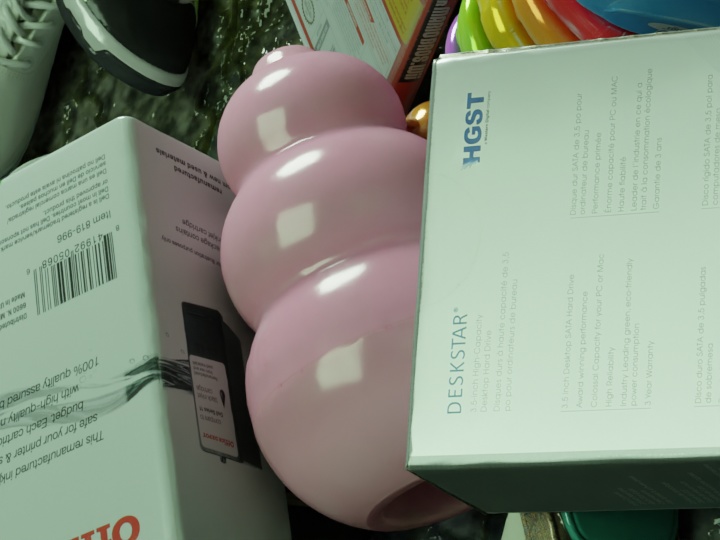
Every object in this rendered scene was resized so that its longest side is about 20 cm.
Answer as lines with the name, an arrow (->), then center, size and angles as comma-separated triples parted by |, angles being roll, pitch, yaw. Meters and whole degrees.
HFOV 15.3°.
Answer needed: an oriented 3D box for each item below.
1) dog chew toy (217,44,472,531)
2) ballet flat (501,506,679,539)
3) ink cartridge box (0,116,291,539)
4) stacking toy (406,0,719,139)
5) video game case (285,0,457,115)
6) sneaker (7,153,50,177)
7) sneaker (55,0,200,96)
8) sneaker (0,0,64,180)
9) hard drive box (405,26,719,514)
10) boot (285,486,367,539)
dog chew toy -> 0.000, 0.000, 1.067 | 0.125, 0.124, 0.200 | -37, 64, 35
ballet flat -> 0.084, 0.119, 0.995 | 0.067, 0.068, 0.200 | -35, 51, 45
ink cartridge box -> -0.113, 0.061, 1.097 | 0.147, 0.083, 0.200 | -24, 59, 29
stacking toy -> 0.073, -0.091, 1.064 | 0.200, 0.116, 0.110 | -41, 46, 47
video game case -> 0.008, -0.159, 1.139 | 0.200, 0.017, 0.143 | 114, 142, -50
sneaker -> -0.123, -0.030, 1.249 | 0.200, 0.099, 0.078 | 8, 83, 49
sneaker -> -0.102, -0.184, 1.300 | 0.083, 0.072, 0.200 | -30, 56, 37
sneaker -> -0.177, -0.139, 1.364 | 0.071, 0.073, 0.200 | -7, 70, 60
hard drive box -> 0.124, 0.000, 0.928 | 0.200, 0.077, 0.156 | -3, 72, 25
boot -> -0.067, 0.057, 1.188 | 0.200, 0.077, 0.138 | 2, 74, 35
